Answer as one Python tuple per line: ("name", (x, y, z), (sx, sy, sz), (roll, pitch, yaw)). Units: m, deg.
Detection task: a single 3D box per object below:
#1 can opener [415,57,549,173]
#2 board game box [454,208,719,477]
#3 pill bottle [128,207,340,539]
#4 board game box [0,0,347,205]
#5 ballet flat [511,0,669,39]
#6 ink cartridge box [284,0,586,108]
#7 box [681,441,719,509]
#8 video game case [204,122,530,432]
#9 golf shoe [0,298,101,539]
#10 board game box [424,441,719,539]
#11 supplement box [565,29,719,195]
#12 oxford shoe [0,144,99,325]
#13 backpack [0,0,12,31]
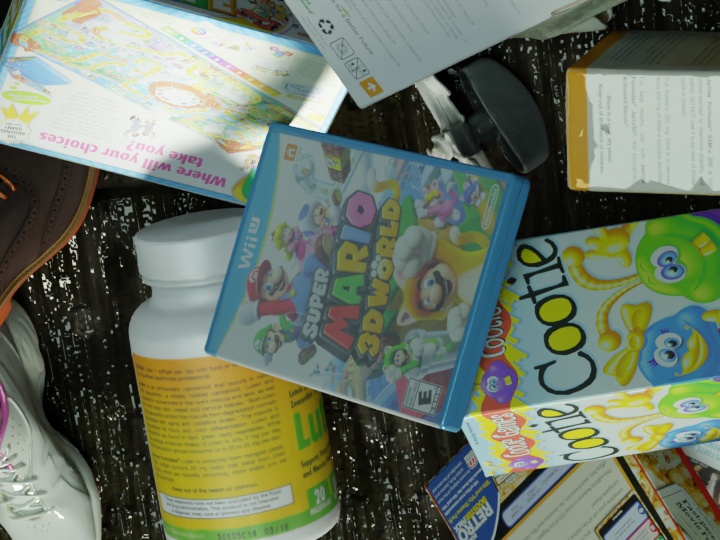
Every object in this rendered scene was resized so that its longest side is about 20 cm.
("can opener", (0.037, -0.137, 1.568), (0.066, 0.053, 0.200), (-35, 95, -11))
("board game box", (0.154, 0.039, 1.478), (0.200, 0.105, 0.103), (-9, 66, 9))
("pill bottle", (-0.081, 0.068, 1.626), (0.111, 0.111, 0.200), (-4, 104, 19))
("board game box", (-0.115, -0.112, 1.557), (0.200, 0.034, 0.134), (14, 132, -17))
("ballet flat", (0.146, -0.167, 1.511), (0.200, 0.067, 0.062), (-20, 134, 24))
("ink cartridge box", (0.019, -0.205, 1.437), (0.200, 0.047, 0.198), (-23, 107, 41))
("box", (0.202, 0.122, 1.583), (0.082, 0.049, 0.200), (25, 112, 11))
("video game case", (0.000, 0.000, 1.489), (0.200, 0.018, 0.143), (15, 89, 45))
("golf shoe", (-0.230, 0.117, 1.702), (0.075, 0.092, 0.200), (-18, 101, 20))
("board game box", (0.138, 0.163, 1.557), (0.152, 0.046, 0.200), (-49, 58, 35))
("supplement box", (0.225, -0.088, 1.472), (0.200, 0.126, 0.074), (3, 106, 18))
("oxford shoe", (-0.222, -0.033, 1.628), (0.071, 0.073, 0.200), (25, 80, 19))
("backpack", (-0.308, -0.131, 1.620), (0.176, 0.153, 0.200), (36, 128, 15))
